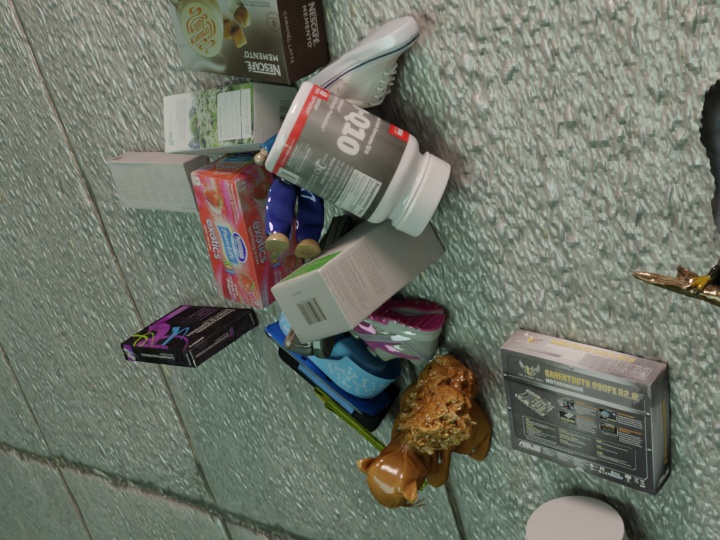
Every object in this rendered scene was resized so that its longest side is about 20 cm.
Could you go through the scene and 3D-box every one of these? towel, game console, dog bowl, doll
[{"bbox_3d":[0.012,0.242,1.383,0.200,0.018,0.086,43,172,-16],"label":"towel"},{"bbox_3d":[-0.056,0.163,1.406,0.199,0.118,0.171,39,138,11],"label":"game console"},{"bbox_3d":[-0.034,0.102,1.350,0.200,0.111,0.050,41,113,16],"label":"dog bowl"},{"bbox_3d":[-0.069,-0.118,1.213,0.135,0.202,0.048,11,160,-14],"label":"doll"}]

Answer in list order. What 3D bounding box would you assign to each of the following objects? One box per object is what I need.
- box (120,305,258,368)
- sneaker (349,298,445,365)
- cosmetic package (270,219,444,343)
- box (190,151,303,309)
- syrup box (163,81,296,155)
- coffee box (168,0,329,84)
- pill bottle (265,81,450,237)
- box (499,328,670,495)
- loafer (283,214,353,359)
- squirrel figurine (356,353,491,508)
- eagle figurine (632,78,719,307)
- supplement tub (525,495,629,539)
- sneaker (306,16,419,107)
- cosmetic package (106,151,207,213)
[{"bbox_3d":[-0.283,0.105,1.577,0.198,0.143,0.036,1,117,42],"label":"box"},{"bbox_3d":[0.023,0.077,1.310,0.199,0.081,0.089,21,128,34],"label":"sneaker"},{"bbox_3d":[0.000,0.000,1.187,0.107,0.200,0.085,-20,104,46],"label":"cosmetic package"},{"bbox_3d":[-0.157,-0.061,1.375,0.094,0.102,0.202,13,124,37],"label":"box"},{"bbox_3d":[-0.179,-0.202,1.300,0.199,0.081,0.080,2,94,44],"label":"syrup box"},{"bbox_3d":[-0.143,-0.309,1.206,0.198,0.080,0.116,17,127,36],"label":"coffee box"},{"bbox_3d":[-0.001,-0.127,1.125,0.198,0.115,0.114,26,138,-7],"label":"pill bottle"},{"bbox_3d":[0.270,0.168,1.158,0.198,0.048,0.160,11,123,39],"label":"box"},{"bbox_3d":[-0.055,0.016,1.263,0.062,0.202,0.072,4,155,16],"label":"loafer"},{"bbox_3d":[0.079,0.216,1.266,0.141,0.186,0.201,34,138,22],"label":"squirrel figurine"},{"bbox_3d":[0.367,-0.056,0.878,0.150,0.151,0.202,15,102,-14],"label":"eagle figurine"},{"bbox_3d":[0.285,0.409,1.234,0.144,0.145,0.202,10,124,39],"label":"supplement tub"},{"bbox_3d":[0.014,-0.234,1.125,0.071,0.073,0.199,53,150,-13],"label":"sneaker"},{"bbox_3d":[-0.311,-0.141,1.507,0.198,0.050,0.083,8,120,41],"label":"cosmetic package"}]
